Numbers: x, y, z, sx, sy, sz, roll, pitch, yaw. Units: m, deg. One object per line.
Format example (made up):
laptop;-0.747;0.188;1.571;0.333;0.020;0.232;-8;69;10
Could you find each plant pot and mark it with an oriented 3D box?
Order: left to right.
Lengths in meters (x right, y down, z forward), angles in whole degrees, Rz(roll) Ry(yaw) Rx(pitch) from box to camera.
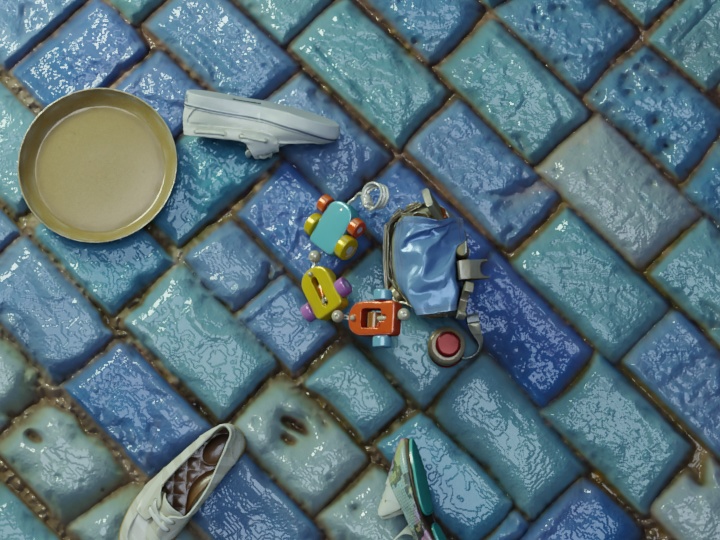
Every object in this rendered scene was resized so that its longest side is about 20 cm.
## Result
plant pot;-0.328;-0.130;1.760;0.199;0.027;0.201;0;78;-1

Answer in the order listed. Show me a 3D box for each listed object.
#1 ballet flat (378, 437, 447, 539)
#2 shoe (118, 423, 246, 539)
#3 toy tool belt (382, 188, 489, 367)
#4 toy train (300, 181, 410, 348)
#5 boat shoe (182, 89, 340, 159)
ballet flat;0.064;0.301;1.660;0.071;0.069;0.201;-24;79;13
shoe;-0.215;0.258;1.663;0.070;0.053;0.200;40;79;7
toy tool belt;0.092;0.011;1.690;0.124;0.123;0.201;-9;78;-3
toy train;0.000;0.000;1.705;0.149;0.056;0.201;-9;76;29
boat shoe;-0.126;-0.175;1.762;0.199;0.071;0.070;10;105;-3
